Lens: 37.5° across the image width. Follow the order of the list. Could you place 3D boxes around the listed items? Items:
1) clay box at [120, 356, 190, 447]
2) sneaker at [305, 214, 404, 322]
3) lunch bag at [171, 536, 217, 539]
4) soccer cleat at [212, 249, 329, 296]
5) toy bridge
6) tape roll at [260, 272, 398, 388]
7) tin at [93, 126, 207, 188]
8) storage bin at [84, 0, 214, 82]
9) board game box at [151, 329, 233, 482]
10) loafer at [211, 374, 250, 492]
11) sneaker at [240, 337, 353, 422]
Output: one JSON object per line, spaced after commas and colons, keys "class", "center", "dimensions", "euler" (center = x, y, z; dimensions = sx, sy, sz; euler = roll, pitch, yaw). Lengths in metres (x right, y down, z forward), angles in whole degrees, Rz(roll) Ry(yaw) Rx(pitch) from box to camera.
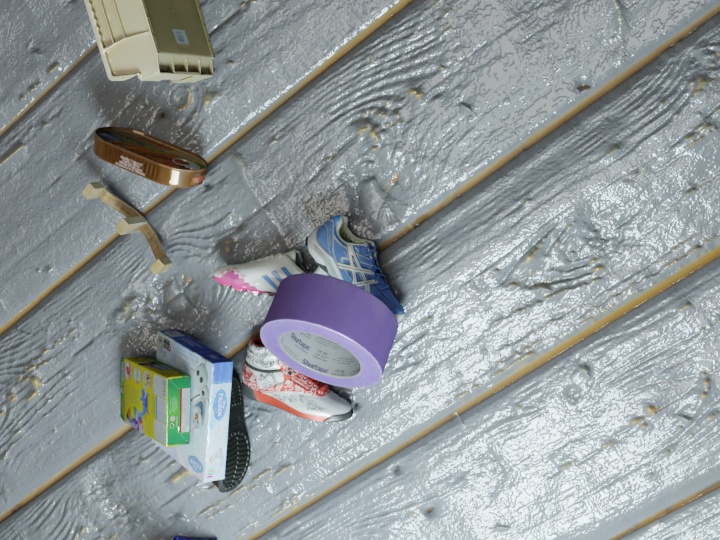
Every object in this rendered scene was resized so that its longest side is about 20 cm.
{"class": "clay box", "center": [-0.347, 0.213, 1.773], "dimensions": [0.199, 0.047, 0.116], "euler": [12, 102, 55]}
{"class": "sneaker", "center": [0.000, 0.000, 1.656], "dimensions": [0.200, 0.076, 0.077], "euler": [47, 115, 6]}
{"class": "lunch bag", "center": [-0.318, 0.563, 1.800], "dimensions": [0.093, 0.200, 0.152], "euler": [-3, 98, 21]}
{"class": "soccer cleat", "center": [-0.140, 0.003, 1.719], "dimensions": [0.198, 0.070, 0.087], "euler": [12, 93, 13]}
{"class": "toy bridge", "center": [-0.387, -0.077, 1.790], "dimensions": [0.200, 0.067, 0.027], "euler": [47, 111, 9]}
{"class": "tape roll", "center": [-0.048, 0.094, 1.622], "dimensions": [0.198, 0.201, 0.085], "euler": [12, 59, 18]}
{"class": "tin", "center": [-0.344, -0.185, 1.735], "dimensions": [0.199, 0.112, 0.042], "euler": [23, 116, 16]}
{"class": "storage bin", "center": [-0.327, -0.389, 1.647], "dimensions": [0.093, 0.200, 0.200], "euler": [-15, 94, 19]}
{"class": "board game box", "center": [-0.282, 0.220, 1.762], "dimensions": [0.199, 0.043, 0.201], "euler": [21, 108, 51]}
{"class": "loafer", "center": [-0.235, 0.274, 1.800], "dimensions": [0.071, 0.073, 0.202], "euler": [1, 91, 40]}
{"class": "sneaker", "center": [-0.101, 0.172, 1.727], "dimensions": [0.200, 0.067, 0.109], "euler": [14, 106, 20]}
